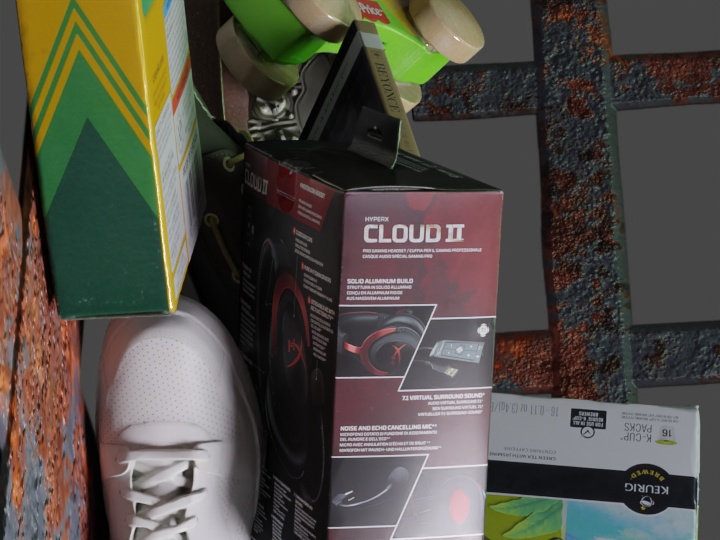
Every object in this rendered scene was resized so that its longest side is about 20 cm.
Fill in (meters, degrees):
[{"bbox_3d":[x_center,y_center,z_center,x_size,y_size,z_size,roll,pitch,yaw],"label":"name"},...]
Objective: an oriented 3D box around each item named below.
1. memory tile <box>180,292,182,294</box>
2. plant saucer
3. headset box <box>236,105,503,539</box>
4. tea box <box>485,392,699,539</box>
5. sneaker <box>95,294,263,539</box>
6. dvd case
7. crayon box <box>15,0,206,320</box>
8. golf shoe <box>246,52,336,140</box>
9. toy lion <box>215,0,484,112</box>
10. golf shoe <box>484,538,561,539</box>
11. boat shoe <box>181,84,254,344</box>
[{"bbox_3d":[-0.067,0.048,1.264,0.200,0.017,0.154,-43,116,-73],"label":"memory tile"},{"bbox_3d":[-0.081,-0.100,1.431,0.200,0.036,0.202,-3,90,-85],"label":"plant saucer"},{"bbox_3d":[-0.001,0.032,1.114,0.149,0.074,0.202,-153,-116,-69],"label":"headset box"},{"bbox_3d":[0.093,0.186,1.501,0.134,0.198,0.198,87,7,-58],"label":"tea box"},{"bbox_3d":[-0.077,0.119,1.078,0.116,0.073,0.201,-91,177,-69],"label":"sneaker"},{"bbox_3d":[0.000,0.000,1.254,0.149,0.016,0.201,116,-33,-40],"label":"dvd case"},{"bbox_3d":[-0.102,-0.097,1.042,0.126,0.051,0.201,-82,169,-68],"label":"crayon box"},{"bbox_3d":[-0.025,-0.103,1.481,0.098,0.078,0.201,91,0,-52],"label":"golf shoe"},{"bbox_3d":[-0.031,-0.179,1.381,0.200,0.069,0.192,1,53,-58],"label":"toy lion"},{"bbox_3d":[0.021,0.156,1.347,0.098,0.199,0.078,-64,157,-19],"label":"golf shoe"},{"bbox_3d":[-0.065,-0.030,1.197,0.072,0.060,0.202,-73,145,-61],"label":"boat shoe"}]
